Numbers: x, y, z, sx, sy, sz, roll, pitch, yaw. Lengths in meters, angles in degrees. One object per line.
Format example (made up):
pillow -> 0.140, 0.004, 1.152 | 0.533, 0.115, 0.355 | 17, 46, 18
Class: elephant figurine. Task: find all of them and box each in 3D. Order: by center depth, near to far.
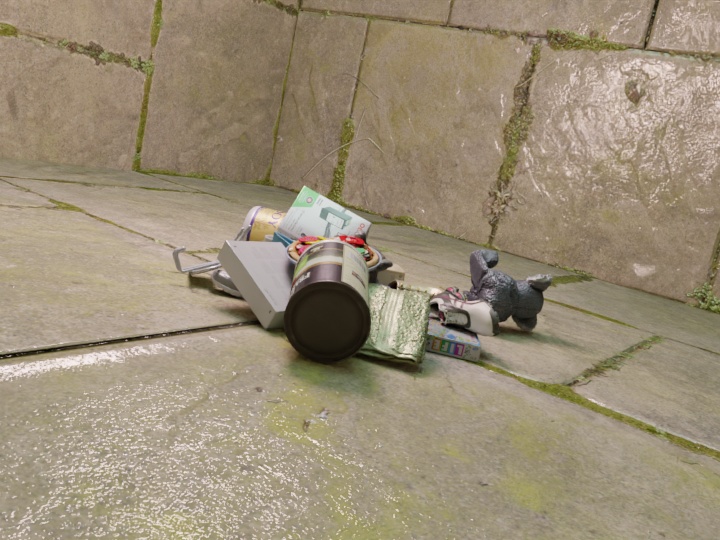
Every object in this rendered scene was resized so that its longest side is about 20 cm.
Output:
elephant figurine -> 0.000, 0.000, 1.595 | 0.152, 0.144, 0.200 | -8, 20, -18

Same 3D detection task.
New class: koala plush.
koala plush -> 0.363, 0.068, 1.750 | 0.196, 0.180, 0.184 | 10, 22, -14

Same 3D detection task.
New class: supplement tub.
supplement tub -> -0.203, -0.078, 1.882 | 0.196, 0.148, 0.145 | 13, 10, 10

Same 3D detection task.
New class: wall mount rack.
wall mount rack -> -0.322, -0.041, 1.571 | 0.171, 0.076, 0.200 | -16, 6, -16

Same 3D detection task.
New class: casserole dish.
casserole dish -> -0.121, -0.020, 1.538 | 0.199, 0.039, 0.121 | 38, 5, 42

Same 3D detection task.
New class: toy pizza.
toy pizza -> -0.054, -0.040, 1.438 | 0.196, 0.032, 0.201 | 5, 20, -2

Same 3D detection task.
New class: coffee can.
coffee can -> -0.054, 0.049, 1.256 | 0.143, 0.149, 0.201 | 11, 21, -4

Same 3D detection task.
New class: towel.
towel -> 0.058, 0.096, 1.332 | 0.145, 0.037, 0.201 | 9, 36, 7

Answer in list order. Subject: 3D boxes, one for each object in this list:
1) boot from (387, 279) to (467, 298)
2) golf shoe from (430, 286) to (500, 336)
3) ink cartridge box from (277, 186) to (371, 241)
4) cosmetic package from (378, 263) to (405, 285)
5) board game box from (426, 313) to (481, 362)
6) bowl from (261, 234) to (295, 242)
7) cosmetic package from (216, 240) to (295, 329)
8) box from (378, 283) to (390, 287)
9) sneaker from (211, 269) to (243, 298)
boot -> 0.158, 0.069, 1.724 | 0.153, 0.074, 0.200 | 9, 9, -21
golf shoe -> 0.213, 0.097, 1.495 | 0.087, 0.079, 0.199 | -15, 19, -24
ink cartridge box -> -0.090, -0.092, 1.772 | 0.197, 0.147, 0.084 | 28, -29, 2
cosmetic package -> 0.008, 0.011, 1.862 | 0.196, 0.075, 0.104 | 11, 10, -12
board game box -> 0.177, 0.134, 1.502 | 0.132, 0.035, 0.200 | 13, 10, 3
bowl -> -0.198, -0.022, 1.692 | 0.196, 0.110, 0.200 | 11, 10, -2
cosmetic package -> -0.171, 0.025, 1.406 | 0.149, 0.052, 0.201 | 3, 40, -50
box -> -0.019, 0.049, 1.691 | 0.196, 0.033, 0.121 | 14, 17, -9
sneaker -> -0.218, 0.016, 1.526 | 0.196, 0.084, 0.075 | 10, 10, -12
